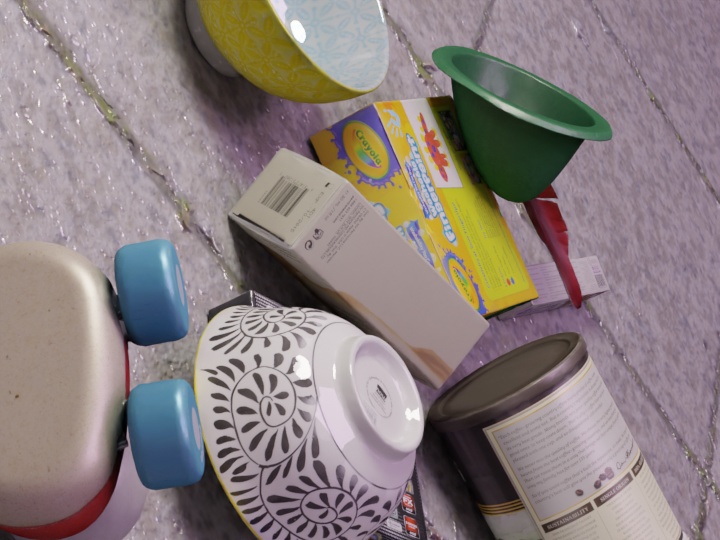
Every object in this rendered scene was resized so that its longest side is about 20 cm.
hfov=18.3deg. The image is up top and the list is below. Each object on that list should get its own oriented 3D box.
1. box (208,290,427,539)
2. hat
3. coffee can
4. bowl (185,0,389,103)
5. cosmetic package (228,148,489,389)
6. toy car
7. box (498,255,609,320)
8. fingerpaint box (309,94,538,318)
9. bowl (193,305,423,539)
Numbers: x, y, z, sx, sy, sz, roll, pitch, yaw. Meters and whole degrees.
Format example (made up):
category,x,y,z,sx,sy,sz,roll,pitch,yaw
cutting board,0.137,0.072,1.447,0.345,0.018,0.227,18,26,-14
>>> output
category,x,y,z,sx,sy,sz,roll,pitch,yaw
box,-0.030,0.122,1.675,0.200,0.044,0.160,31,44,-48
hat,0.120,-0.078,1.981,0.200,0.176,0.166,31,20,19
coffee can,0.166,0.174,1.875,0.200,0.146,0.146,61,27,-9
bowl,-0.076,-0.213,1.794,0.200,0.108,0.200,41,36,-40
cosmetic package,0.000,0.000,1.750,0.200,0.071,0.105,44,-9,-35
toy car,-0.181,0.098,1.339,0.200,0.184,0.177,78,3,-61
box,0.182,0.015,2.152,0.200,0.039,0.041,-10,76,-63
fingerpaint box,0.056,-0.044,1.934,0.167,0.073,0.200,-15,81,-64
bowl,-0.018,0.101,1.564,0.201,0.094,0.201,41,35,-38
